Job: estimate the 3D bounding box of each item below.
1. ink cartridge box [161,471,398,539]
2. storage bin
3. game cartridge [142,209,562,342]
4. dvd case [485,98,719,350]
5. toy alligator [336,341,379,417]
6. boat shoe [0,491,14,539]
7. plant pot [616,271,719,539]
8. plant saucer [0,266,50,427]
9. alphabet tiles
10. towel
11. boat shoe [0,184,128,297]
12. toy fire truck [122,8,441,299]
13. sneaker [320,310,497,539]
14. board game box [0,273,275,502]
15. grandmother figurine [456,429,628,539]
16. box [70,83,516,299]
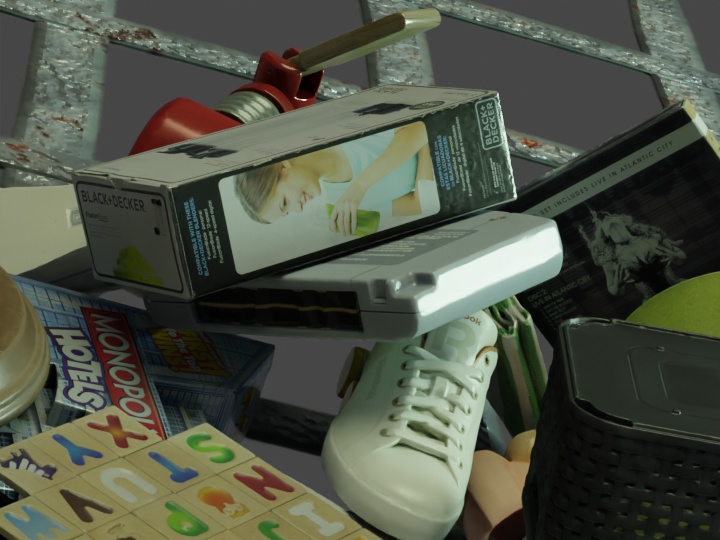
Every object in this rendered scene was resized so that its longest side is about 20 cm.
[{"bbox_3d":[0.005,0.182,1.298,0.200,0.067,0.116,30,26,20],"label":"ink cartridge box"},{"bbox_3d":[0.182,0.099,1.284,0.200,0.094,0.135,11,19,-3],"label":"storage bin"},{"bbox_3d":[0.000,0.000,1.444,0.200,0.040,0.133,2,22,45],"label":"game cartridge"},{"bbox_3d":[0.171,0.018,1.525,0.200,0.149,0.016,52,30,-16],"label":"dvd case"},{"bbox_3d":[0.015,0.072,1.549,0.059,0.054,0.200,21,24,-8],"label":"toy alligator"},{"bbox_3d":[-0.123,0.156,1.258,0.200,0.066,0.070,33,28,27],"label":"boat shoe"},{"bbox_3d":[0.203,0.132,1.452,0.187,0.187,0.200,19,38,-2],"label":"plant pot"},{"bbox_3d":[-0.248,0.022,1.356,0.200,0.029,0.200,10,30,-6],"label":"plant saucer"},{"bbox_3d":[-0.070,0.124,1.273,0.200,0.006,0.166,32,27,24],"label":"alphabet tiles"},{"bbox_3d":[0.059,0.028,1.582,0.023,0.153,0.200,-27,42,-9],"label":"towel"},{"bbox_3d":[-0.155,-0.012,1.540,0.200,0.069,0.072,-18,48,1],"label":"boat shoe"},{"bbox_3d":[-0.054,-0.078,1.630,0.129,0.200,0.176,26,25,14],"label":"toy fire truck"},{"bbox_3d":[0.029,0.062,1.410,0.073,0.085,0.200,22,24,-8],"label":"sneaker"},{"bbox_3d":[-0.131,0.075,1.427,0.200,0.062,0.200,8,27,-22],"label":"board game box"},{"bbox_3d":[0.084,0.134,1.396,0.061,0.121,0.200,49,-1,-11],"label":"grandmother figurine"},{"bbox_3d":[-0.035,-0.044,1.450,0.200,0.060,0.117,-17,14,-29],"label":"box"}]
